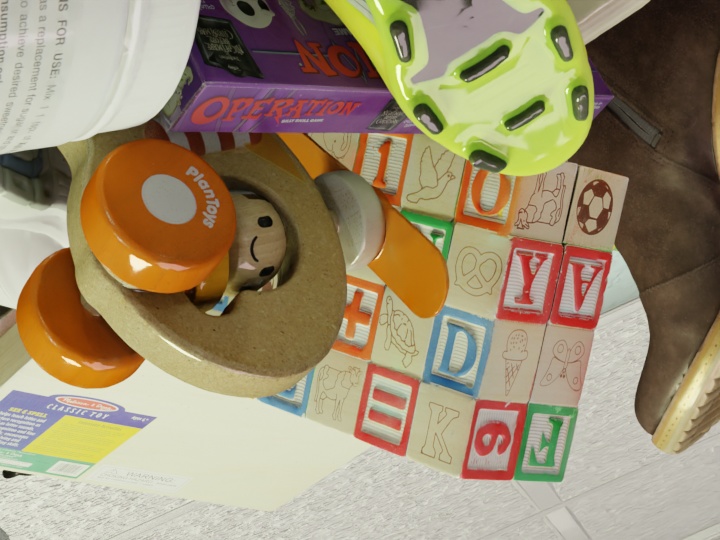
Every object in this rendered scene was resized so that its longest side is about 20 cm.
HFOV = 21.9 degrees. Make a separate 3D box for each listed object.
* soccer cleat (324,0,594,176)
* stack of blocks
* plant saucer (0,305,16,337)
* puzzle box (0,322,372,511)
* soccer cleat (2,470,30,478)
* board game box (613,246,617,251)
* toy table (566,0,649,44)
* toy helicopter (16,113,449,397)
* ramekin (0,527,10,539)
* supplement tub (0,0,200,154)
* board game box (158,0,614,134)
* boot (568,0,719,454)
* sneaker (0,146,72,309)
[{"bbox_3d":[0.005,-0.109,0.586,0.065,0.084,0.200,-40,118,17],"label":"soccer cleat"},{"bbox_3d":[0.000,0.000,0.726,0.058,0.116,0.199,8,-175,-44],"label":"stack of blocks"},{"bbox_3d":[-0.182,0.029,0.841,0.200,0.032,0.200,-39,-179,1],"label":"plant saucer"},{"bbox_3d":[-0.088,0.066,0.873,0.199,0.026,0.133,15,145,-35],"label":"puzzle box"},{"bbox_3d":[-0.136,0.045,1.003,0.086,0.070,0.200,-26,171,-46],"label":"soccer cleat"},{"bbox_3d":[0.187,-0.051,0.890,0.134,0.034,0.199,-33,159,26],"label":"board game box"},{"bbox_3d":[0.109,-0.163,0.622,0.199,0.118,0.184,1,150,-47],"label":"toy table"},{"bbox_3d":[-0.041,-0.047,0.638,0.131,0.201,0.079,13,142,-24],"label":"toy helicopter"},{"bbox_3d":[-0.299,0.150,1.031,0.199,0.098,0.201,-21,161,-8],"label":"ramekin"},{"bbox_3d":[-0.157,-0.089,0.497,0.199,0.133,0.132,-10,157,-31],"label":"supplement tub"},{"bbox_3d":[-0.008,-0.100,0.652,0.199,0.121,0.032,-4,150,-45],"label":"board game box"},{"bbox_3d":[0.115,-0.041,0.791,0.072,0.166,0.201,-19,134,-51],"label":"boot"},{"bbox_3d":[-0.131,-0.020,0.682,0.087,0.075,0.200,-23,151,16],"label":"sneaker"}]
